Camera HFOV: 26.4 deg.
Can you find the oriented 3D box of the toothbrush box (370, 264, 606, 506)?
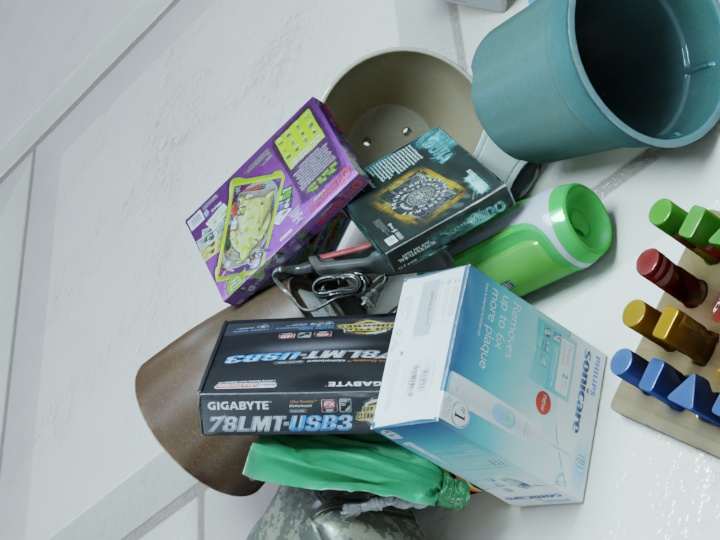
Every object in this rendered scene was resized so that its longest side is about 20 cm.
[{"bbox_3d":[0.118,0.107,1.360,0.085,0.199,0.147,-12,55,45],"label":"toothbrush box"}]

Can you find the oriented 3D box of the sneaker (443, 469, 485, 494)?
[{"bbox_3d":[0.111,0.122,1.481,0.090,0.070,0.201,-28,41,54],"label":"sneaker"}]

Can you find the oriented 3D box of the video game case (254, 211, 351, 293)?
[{"bbox_3d":[-0.066,-0.032,1.715,0.018,0.200,0.144,27,92,18],"label":"video game case"}]

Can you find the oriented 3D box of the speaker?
[{"bbox_3d":[0.149,-0.015,1.516,0.199,0.088,0.089,-28,45,41],"label":"speaker"}]

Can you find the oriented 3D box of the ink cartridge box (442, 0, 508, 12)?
[{"bbox_3d":[0.112,-0.417,1.733,0.145,0.200,0.148,13,70,10],"label":"ink cartridge box"}]

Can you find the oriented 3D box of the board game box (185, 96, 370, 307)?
[{"bbox_3d":[-0.089,-0.071,1.593,0.200,0.032,0.120,-42,50,18],"label":"board game box"}]

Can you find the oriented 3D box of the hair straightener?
[{"bbox_3d":[0.000,0.000,1.528,0.198,0.041,0.077,-9,47,21],"label":"hair straightener"}]

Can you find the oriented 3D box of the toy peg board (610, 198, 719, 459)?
[{"bbox_3d":[0.291,0.040,1.268,0.200,0.097,0.200,22,83,58],"label":"toy peg board"}]

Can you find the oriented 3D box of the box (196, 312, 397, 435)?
[{"bbox_3d":[-0.044,0.096,1.454,0.199,0.198,0.050,-78,-14,-73],"label":"box"}]

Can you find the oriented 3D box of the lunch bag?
[{"bbox_3d":[-0.040,0.275,1.471,0.201,0.139,0.168,-58,45,24],"label":"lunch bag"}]

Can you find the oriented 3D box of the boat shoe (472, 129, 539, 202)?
[{"bbox_3d":[0.153,-0.118,1.607,0.200,0.075,0.060,-50,-13,-13],"label":"boat shoe"}]

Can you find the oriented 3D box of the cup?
[{"bbox_3d":[0.041,-0.138,1.693,0.201,0.199,0.143,-61,5,-1],"label":"cup"}]

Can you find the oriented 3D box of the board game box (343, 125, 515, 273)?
[{"bbox_3d":[0.058,-0.075,1.528,0.135,0.028,0.200,-29,27,-4],"label":"board game box"}]

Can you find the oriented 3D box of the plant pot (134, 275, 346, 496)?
[{"bbox_3d":[-0.107,0.105,1.637,0.200,0.186,0.188,-44,36,20],"label":"plant pot"}]

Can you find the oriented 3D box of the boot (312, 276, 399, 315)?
[{"bbox_3d":[0.002,0.058,1.691,0.182,0.072,0.200,-51,28,17],"label":"boot"}]

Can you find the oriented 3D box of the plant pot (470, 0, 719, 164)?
[{"bbox_3d":[0.219,-0.195,1.479,0.196,0.199,0.202,-17,52,58],"label":"plant pot"}]

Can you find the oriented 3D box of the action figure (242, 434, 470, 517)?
[{"bbox_3d":[0.002,0.183,1.388,0.118,0.198,0.055,-66,-14,-58],"label":"action figure"}]

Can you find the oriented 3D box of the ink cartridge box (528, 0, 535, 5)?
[{"bbox_3d":[0.243,-0.374,1.678,0.115,0.068,0.201,-31,43,38],"label":"ink cartridge box"}]
